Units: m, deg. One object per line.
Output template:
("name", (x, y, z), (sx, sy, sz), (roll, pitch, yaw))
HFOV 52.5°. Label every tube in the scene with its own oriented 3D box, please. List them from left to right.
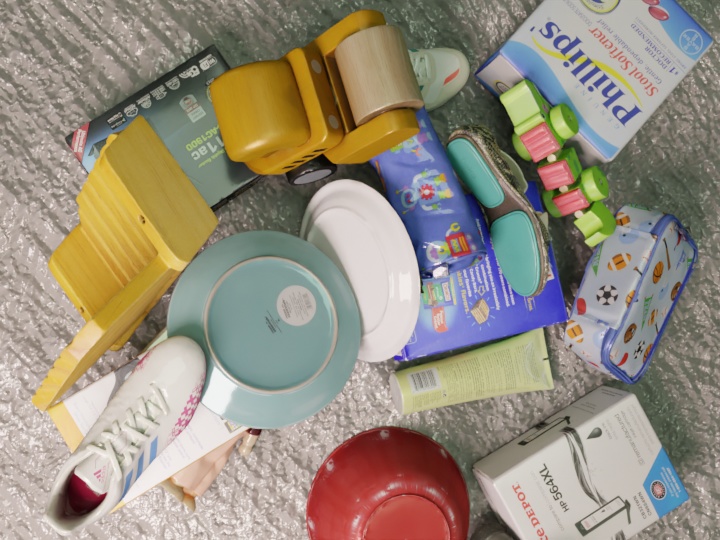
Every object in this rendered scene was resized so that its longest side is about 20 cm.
("tube", (0.135, 0.127, 0.873), (0.199, 0.052, 0.058), (-12, 131, -12))

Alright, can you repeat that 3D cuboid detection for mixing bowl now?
("mixing bowl", (0.040, 0.285, 0.821), (0.199, 0.108, 0.201), (0, 87, -8))

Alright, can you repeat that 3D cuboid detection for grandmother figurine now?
("grandmother figurine", (-0.141, 0.164, 0.808), (0.060, 0.121, 0.200), (33, 68, 19))

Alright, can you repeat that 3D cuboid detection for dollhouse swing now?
("dollhouse swing", (-0.262, -0.004, 0.688), (0.182, 0.200, 0.176), (53, 45, 3))

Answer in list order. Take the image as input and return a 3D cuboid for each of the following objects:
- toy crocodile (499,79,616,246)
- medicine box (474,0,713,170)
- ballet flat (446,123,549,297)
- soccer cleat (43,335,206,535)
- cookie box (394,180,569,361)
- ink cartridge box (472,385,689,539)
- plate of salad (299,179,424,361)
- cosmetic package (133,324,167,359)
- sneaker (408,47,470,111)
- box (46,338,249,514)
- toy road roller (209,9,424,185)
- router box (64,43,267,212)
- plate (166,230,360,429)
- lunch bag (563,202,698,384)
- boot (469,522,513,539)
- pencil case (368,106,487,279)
("toy crocodile", (0.219, -0.118, 0.813), (0.200, 0.067, 0.062), (58, 39, -12))
("medicine box", (0.275, -0.252, 0.873), (0.182, 0.103, 0.200), (42, 82, -5))
("ballet flat", (0.164, -0.073, 0.799), (0.075, 0.068, 0.201), (-31, 95, -40))
("soccer cleat", (-0.206, 0.150, 0.650), (0.070, 0.086, 0.200), (35, 92, -1))
("cookie box", (0.122, 0.002, 0.855), (0.199, 0.075, 0.172), (-12, 87, -8))
("ink cartridge box", (0.257, 0.252, 0.864), (0.199, 0.084, 0.146), (-30, 93, -9))
("plate of salad", (0.000, 0.000, 0.795), (0.048, 0.200, 0.201), (-14, 90, -40))
("cosmetic package", (-0.170, 0.077, 0.801), (0.087, 0.103, 0.200), (43, 85, -6))
("sneaker", (0.040, -0.221, 0.843), (0.199, 0.093, 0.071), (-12, 90, -8))
("box", (-0.189, 0.134, 0.727), (0.200, 0.041, 0.119), (-30, 93, -10))
("toy road roller", (-0.053, -0.163, 0.719), (0.146, 0.200, 0.123), (-12, 83, -52))
("router box", (-0.202, -0.134, 0.821), (0.200, 0.062, 0.150), (-35, 95, -8))
("plate", (-0.089, 0.054, 0.724), (0.199, 0.026, 0.201), (5, 76, -20))
("lunch bag", (0.325, 0.027, 0.858), (0.160, 0.075, 0.201), (33, 84, -46))
("boot", (0.148, 0.396, 0.806), (0.067, 0.131, 0.201), (10, 101, -21))
("pencil case", (0.063, -0.084, 0.782), (0.087, 0.078, 0.201), (-21, 80, -1))
